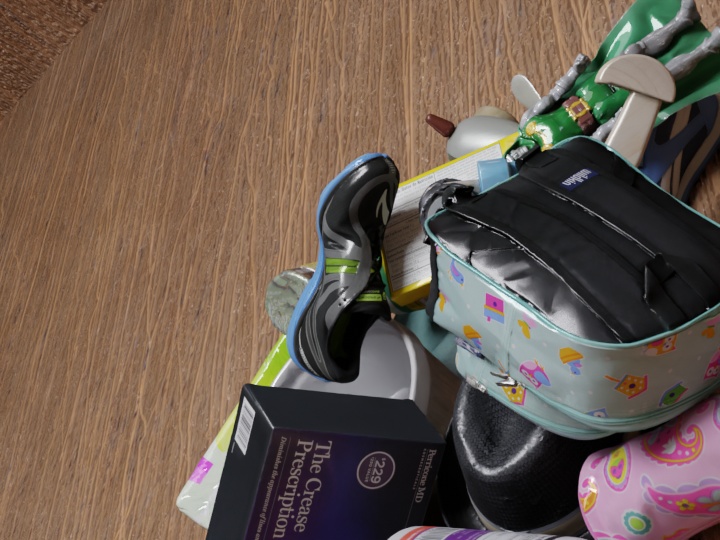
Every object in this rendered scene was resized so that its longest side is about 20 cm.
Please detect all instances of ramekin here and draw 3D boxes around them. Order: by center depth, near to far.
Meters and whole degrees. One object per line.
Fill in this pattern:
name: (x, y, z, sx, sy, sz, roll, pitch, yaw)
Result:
ramekin: (0.007, 0.146, 1.392, 0.200, 0.105, 0.200, -32, 39, 31)

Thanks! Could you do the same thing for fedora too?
fedora: (0.127, 0.109, 1.204, 0.200, 0.092, 0.201, -16, 48, 18)

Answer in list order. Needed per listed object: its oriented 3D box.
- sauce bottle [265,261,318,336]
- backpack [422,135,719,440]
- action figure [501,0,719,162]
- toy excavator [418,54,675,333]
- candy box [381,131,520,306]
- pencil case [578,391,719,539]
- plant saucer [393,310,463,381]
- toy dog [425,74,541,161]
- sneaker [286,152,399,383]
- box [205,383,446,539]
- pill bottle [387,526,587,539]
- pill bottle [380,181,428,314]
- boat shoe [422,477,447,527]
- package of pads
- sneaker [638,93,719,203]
sauce bottle: (-0.009, 0.018, 1.518, 0.065, 0.065, 0.200, -42, -16, 28)
backpack: (0.158, 0.022, 1.102, 0.176, 0.154, 0.200, -26, 36, -29)
action figure: (0.192, -0.135, 1.297, 0.200, 0.055, 0.118, -38, 61, 3)
toy excavator: (0.142, -0.056, 1.246, 0.100, 0.200, 0.195, -75, -22, -84)
candy box: (0.106, -0.052, 1.349, 0.200, 0.026, 0.102, -23, 56, 21)
pencil case: (0.235, 0.125, 1.071, 0.200, 0.087, 0.088, -32, 34, 40)
plant saucer: (0.073, 0.051, 1.513, 0.201, 0.039, 0.201, -42, 27, 28)
toy dog: (0.134, -0.131, 1.556, 0.200, 0.096, 0.132, -31, 34, 43)
sneaker: (0.000, 0.000, 1.344, 0.083, 0.071, 0.200, 31, 113, 42)
box: (-0.035, 0.195, 1.237, 0.079, 0.141, 0.200, 45, 125, 58)
pill bottle: (0.109, 0.232, 1.108, 0.200, 0.111, 0.112, -3, 55, 41)
pill bottle: (0.104, -0.037, 1.429, 0.200, 0.113, 0.113, -16, 41, 23)
boat shoe: (0.069, 0.218, 1.304, 0.200, 0.063, 0.073, -53, 48, 13)
package of pads: (-0.076, 0.154, 1.549, 0.200, 0.068, 0.155, -56, -14, 0)
sneaker: (0.224, -0.076, 1.341, 0.074, 0.082, 0.200, 2, 62, 59)
